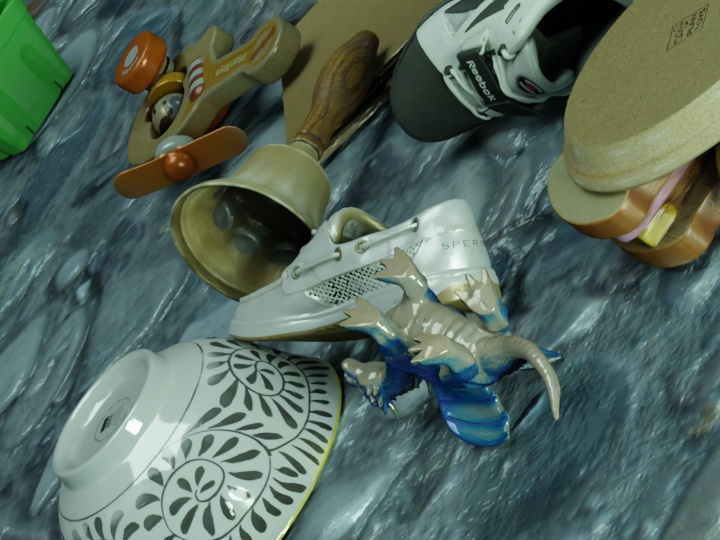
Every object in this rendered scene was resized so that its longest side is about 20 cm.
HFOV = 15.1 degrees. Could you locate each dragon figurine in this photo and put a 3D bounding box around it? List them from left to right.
[{"bbox_3d":[0.056,0.047,1.336,0.200,0.099,0.059,15,65,46],"label":"dragon figurine"}]

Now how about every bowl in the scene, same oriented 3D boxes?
[{"bbox_3d":[-0.112,0.106,1.532,0.201,0.094,0.201,-42,23,23],"label":"bowl"}]

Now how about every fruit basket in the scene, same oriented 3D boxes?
[{"bbox_3d":[-0.390,-0.179,2.411,0.216,0.216,0.156,-14,42,58],"label":"fruit basket"}]

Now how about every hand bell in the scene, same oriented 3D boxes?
[{"bbox_3d":[-0.032,-0.081,1.682,0.104,0.104,0.200,-29,26,45],"label":"hand bell"}]

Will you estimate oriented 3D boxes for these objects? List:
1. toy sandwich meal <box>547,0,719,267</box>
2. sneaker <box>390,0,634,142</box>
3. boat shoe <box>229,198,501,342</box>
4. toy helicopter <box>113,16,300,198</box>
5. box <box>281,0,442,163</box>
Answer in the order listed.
[{"bbox_3d":[0.177,-0.090,1.313,0.205,0.070,0.205,-40,21,18],"label":"toy sandwich meal"},{"bbox_3d":[0.086,-0.124,1.530,0.200,0.074,0.089,-37,23,34],"label":"sneaker"},{"bbox_3d":[0.000,0.000,1.482,0.200,0.071,0.069,-14,81,47],"label":"boat shoe"},{"bbox_3d":[-0.109,-0.121,1.918,0.200,0.079,0.132,-27,40,50],"label":"toy helicopter"},{"bbox_3d":[0.007,-0.164,1.827,0.163,0.021,0.200,-45,23,18],"label":"box"}]
